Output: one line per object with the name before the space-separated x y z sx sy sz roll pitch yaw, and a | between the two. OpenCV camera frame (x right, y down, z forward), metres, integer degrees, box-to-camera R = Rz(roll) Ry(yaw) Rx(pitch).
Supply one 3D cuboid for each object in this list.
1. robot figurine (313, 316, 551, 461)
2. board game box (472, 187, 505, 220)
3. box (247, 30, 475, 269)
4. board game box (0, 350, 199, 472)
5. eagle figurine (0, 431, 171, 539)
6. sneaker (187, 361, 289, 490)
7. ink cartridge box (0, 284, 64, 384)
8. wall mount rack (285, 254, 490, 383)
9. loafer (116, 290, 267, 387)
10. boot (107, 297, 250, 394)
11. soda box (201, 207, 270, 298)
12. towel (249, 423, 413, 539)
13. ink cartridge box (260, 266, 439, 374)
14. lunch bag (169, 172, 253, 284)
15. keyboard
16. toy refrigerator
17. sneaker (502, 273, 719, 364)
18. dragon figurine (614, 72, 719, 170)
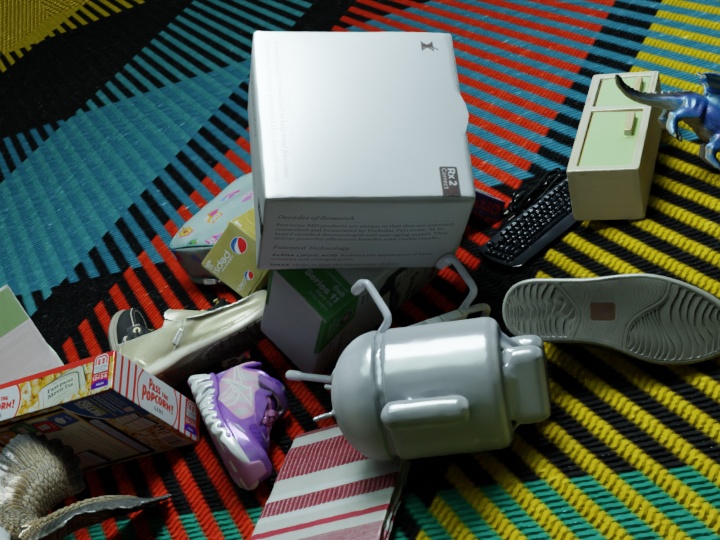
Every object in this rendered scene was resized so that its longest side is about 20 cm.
robot figurine | 0.061 0.103 1.159 0.200 0.113 0.170 -7 5 10
board game box | 0.055 -0.111 1.542 0.032 0.200 0.120 -66 25 11
box | -0.005 -0.116 1.307 0.200 0.131 0.199 -1 60 -9
board game box | -0.291 0.156 1.407 0.200 0.152 0.046 -17 55 22
eagle figurine | -0.302 0.240 1.291 0.200 0.152 0.151 -50 12 -31
sneaker | -0.111 0.143 1.342 0.088 0.081 0.200 -23 23 -7
ink cartridge box | -0.411 0.127 1.529 0.145 0.200 0.048 -35 28 -15
wall mount rack | 0.023 0.064 1.307 0.200 0.075 0.174 -16 -29 -40
loafer | -0.177 0.068 1.443 0.200 0.068 0.076 -27 -19 -8
boot | -0.210 0.082 1.558 0.150 0.073 0.200 -28 28 3
soda box | -0.110 -0.031 1.554 0.064 0.068 0.200 -54 -2 18
towel | -0.023 0.200 1.200 0.144 0.023 0.200 -17 26 24
ink cartridge box | 0.000 0.000 1.400 0.200 0.083 0.147 -39 -17 -25
lunch bag | -0.139 -0.056 1.750 0.160 0.077 0.200 3 39 46
keyboard | 0.204 -0.077 1.479 0.200 0.040 0.104 -37 27 -21
toy refrigerator | 0.276 -0.139 1.456 0.076 0.070 0.200 0 36 21
sneaker | 0.235 0.034 1.192 0.200 0.075 0.106 8 6 24
dragon figurine | 0.358 -0.169 1.378 0.100 0.200 0.059 -55 0 9
